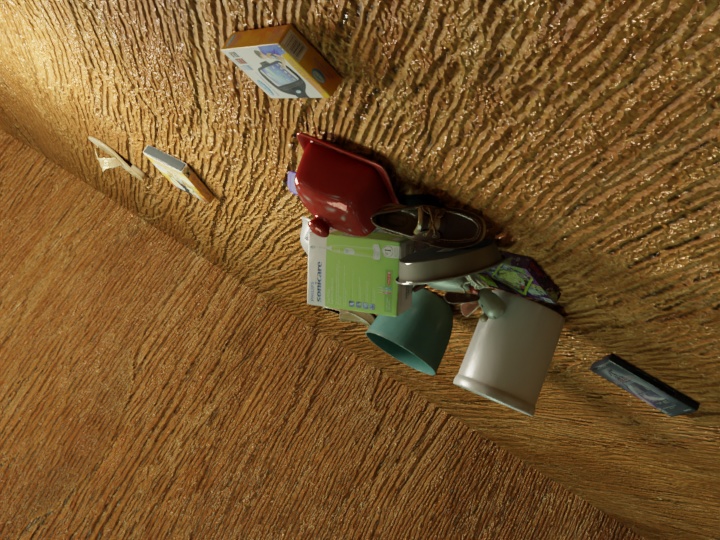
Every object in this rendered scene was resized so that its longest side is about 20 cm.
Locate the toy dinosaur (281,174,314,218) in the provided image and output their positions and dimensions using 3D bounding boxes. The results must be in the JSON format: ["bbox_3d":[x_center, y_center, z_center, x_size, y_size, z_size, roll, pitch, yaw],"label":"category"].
[{"bbox_3d":[-0.085,-0.143,1.860,0.200,0.060,0.106,44,-171,-34],"label":"toy dinosaur"}]

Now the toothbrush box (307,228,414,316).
[{"bbox_3d":[0.000,0.000,1.692,0.198,0.148,0.086,6,-168,23],"label":"toothbrush box"}]

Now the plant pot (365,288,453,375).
[{"bbox_3d":[0.137,0.136,2.112,0.199,0.162,0.201,30,168,7],"label":"plant pot"}]

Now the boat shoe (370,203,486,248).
[{"bbox_3d":[0.112,-0.077,1.462,0.198,0.073,0.072,13,-171,21],"label":"boat shoe"}]

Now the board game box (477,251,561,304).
[{"bbox_3d":[0.267,0.003,1.606,0.199,0.033,0.120,17,163,49],"label":"board game box"}]

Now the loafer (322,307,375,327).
[{"bbox_3d":[-0.036,0.138,2.743,0.199,0.068,0.076,30,168,9],"label":"loafer"}]

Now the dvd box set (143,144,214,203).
[{"bbox_3d":[-0.504,-0.266,2.396,0.145,0.030,0.200,27,167,21],"label":"dvd box set"}]

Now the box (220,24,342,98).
[{"bbox_3d":[-0.128,-0.313,1.307,0.119,0.042,0.199,40,163,-34],"label":"box"}]

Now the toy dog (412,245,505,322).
[{"bbox_3d":[0.175,0.039,1.656,0.132,0.097,0.200,39,-179,-43],"label":"toy dog"}]

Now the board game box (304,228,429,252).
[{"bbox_3d":[0.012,-0.061,1.784,0.198,0.041,0.200,34,148,-17],"label":"board game box"}]

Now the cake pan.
[{"bbox_3d":[0.154,-0.018,1.505,0.200,0.198,0.037,4,108,64],"label":"cake pan"}]

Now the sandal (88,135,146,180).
[{"bbox_3d":[-0.781,-0.333,2.701,0.211,0.070,0.077,36,166,-19],"label":"sandal"}]

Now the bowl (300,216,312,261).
[{"bbox_3d":[-0.061,-0.043,1.962,0.199,0.091,0.201,25,180,0],"label":"bowl"}]

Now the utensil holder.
[{"bbox_3d":[0.296,0.161,1.689,0.168,0.202,0.170,23,174,3],"label":"utensil holder"}]

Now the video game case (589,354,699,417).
[{"bbox_3d":[0.586,0.241,1.785,0.198,0.019,0.143,29,167,6],"label":"video game case"}]

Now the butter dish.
[{"bbox_3d":[-0.043,-0.128,1.556,0.198,0.149,0.200,26,164,25],"label":"butter dish"}]

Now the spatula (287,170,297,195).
[{"bbox_3d":[-0.061,-0.153,1.764,0.198,0.021,0.057,23,130,18],"label":"spatula"}]

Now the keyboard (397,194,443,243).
[{"bbox_3d":[0.116,-0.100,1.591,0.105,0.039,0.199,61,159,-17],"label":"keyboard"}]
